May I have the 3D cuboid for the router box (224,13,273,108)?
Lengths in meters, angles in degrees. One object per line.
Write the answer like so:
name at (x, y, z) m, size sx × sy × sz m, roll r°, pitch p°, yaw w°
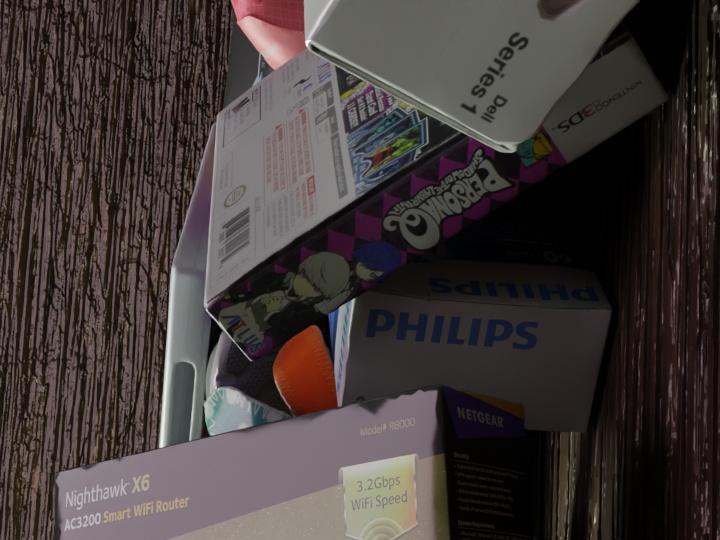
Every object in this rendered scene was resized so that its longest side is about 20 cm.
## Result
router box at (-0.010, -0.175, 0.875) m, size 0.200 × 0.052 × 0.158 m, roll -7°, pitch 75°, yaw 57°

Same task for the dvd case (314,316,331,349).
dvd case at (0.000, 0.000, 0.797) m, size 0.022 × 0.146 × 0.200 m, roll -115°, pitch 26°, yaw -44°

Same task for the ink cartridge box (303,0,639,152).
ink cartridge box at (0.047, -0.159, 0.494) m, size 0.145 × 0.084 × 0.200 m, roll -54°, pitch 23°, yaw 30°

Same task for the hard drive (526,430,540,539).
hard drive at (0.053, 0.132, 0.734) m, size 0.200 × 0.033 × 0.140 m, roll 121°, pitch 153°, yaw -77°

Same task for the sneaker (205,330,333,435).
sneaker at (-0.032, 0.111, 0.679) m, size 0.082 × 0.075 × 0.200 m, roll 19°, pitch 131°, yaw 59°

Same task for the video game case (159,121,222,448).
video game case at (-0.084, 0.040, 0.748) m, size 0.200 × 0.023 × 0.183 m, roll -89°, pitch 6°, yaw -66°

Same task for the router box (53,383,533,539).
router box at (-0.030, 0.137, 0.514) m, size 0.200 × 0.052 × 0.158 m, roll -17°, pitch 67°, yaw 37°

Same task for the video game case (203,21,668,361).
video game case at (0.018, -0.067, 0.593) m, size 0.036 × 0.181 × 0.200 m, roll 52°, pitch -168°, yaw -24°

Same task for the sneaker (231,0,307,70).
sneaker at (0.013, -0.175, 0.723) m, size 0.200 × 0.087 × 0.074 m, roll -52°, pitch 17°, yaw -17°

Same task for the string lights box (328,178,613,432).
string lights box at (0.037, -0.008, 0.638) m, size 0.200 × 0.102 × 0.059 m, roll -98°, pitch 15°, yaw -64°

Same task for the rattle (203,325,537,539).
rattle at (0.012, 0.103, 0.542) m, size 0.143 × 0.130 × 0.200 m, roll 62°, pitch -171°, yaw -79°
